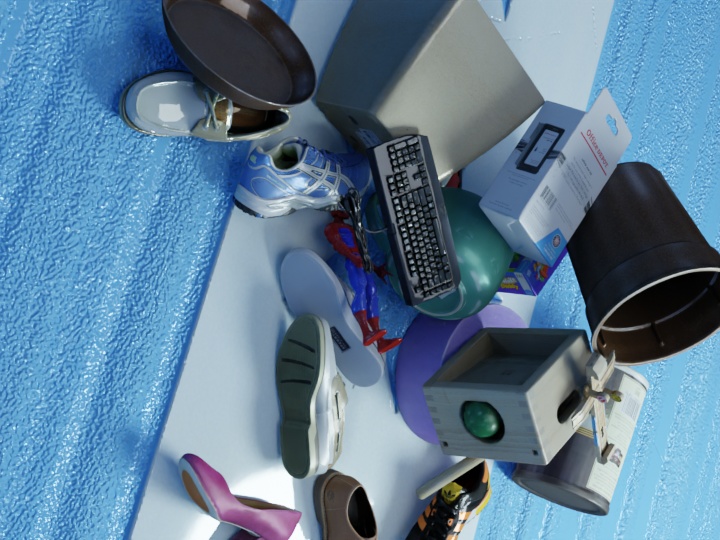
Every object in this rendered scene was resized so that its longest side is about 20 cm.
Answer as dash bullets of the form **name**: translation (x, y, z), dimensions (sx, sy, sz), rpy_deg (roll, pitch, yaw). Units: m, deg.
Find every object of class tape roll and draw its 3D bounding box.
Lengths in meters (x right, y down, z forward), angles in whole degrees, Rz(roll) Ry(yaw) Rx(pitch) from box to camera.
- **tape roll**: translation (0.146, 0.142, 1.677), dimensions (0.199, 0.085, 0.202), rpy_deg (-5, 97, -43)

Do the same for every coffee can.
- **coffee can**: translation (0.321, 0.235, 1.801), dimensions (0.146, 0.146, 0.201), rpy_deg (35, 70, -38)

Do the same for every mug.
- **mug**: translation (0.093, -0.015, 1.573), dimensions (0.115, 0.184, 0.153), rpy_deg (-60, 150, -41)

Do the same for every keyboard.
- **keyboard**: translation (0.044, -0.052, 1.450), dimensions (0.126, 0.021, 0.201), rpy_deg (-20, 109, -12)

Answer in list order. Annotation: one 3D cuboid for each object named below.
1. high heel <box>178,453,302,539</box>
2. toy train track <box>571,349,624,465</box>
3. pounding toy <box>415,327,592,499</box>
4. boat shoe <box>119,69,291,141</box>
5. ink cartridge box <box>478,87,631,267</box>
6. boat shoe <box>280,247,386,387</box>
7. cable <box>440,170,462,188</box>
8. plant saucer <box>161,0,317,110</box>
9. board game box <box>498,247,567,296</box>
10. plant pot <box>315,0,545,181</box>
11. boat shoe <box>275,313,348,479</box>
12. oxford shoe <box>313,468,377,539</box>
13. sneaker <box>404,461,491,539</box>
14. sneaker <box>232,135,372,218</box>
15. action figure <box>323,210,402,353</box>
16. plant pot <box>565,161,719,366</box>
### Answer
- **high heel**: translation (-0.136, 0.258, 1.433), dimensions (0.096, 0.067, 0.201), rpy_deg (-42, 125, -21)
- **toy train track**: translation (0.304, 0.177, 1.533), dimensions (0.115, 0.032, 0.201), rpy_deg (-52, 145, -30)
- **pounding toy**: translation (0.174, 0.180, 1.545), dimensions (0.200, 0.183, 0.143), rpy_deg (-38, 117, -43)
- **boat shoe**: translation (-0.166, -0.181, 1.365), dimensions (0.199, 0.068, 0.075), rpy_deg (-5, 103, -41)
- **ink cartridge box**: translation (0.242, -0.122, 1.516), dimensions (0.201, 0.068, 0.116), rpy_deg (-55, 139, -11)
- **boat shoe**: translation (-0.032, 0.051, 1.528), dimensions (0.201, 0.073, 0.065), rpy_deg (62, 25, -20)
- **cable**: translation (0.134, -0.165, 1.663), dimensions (0.097, 0.050, 0.201), rpy_deg (48, 64, -35)
- **plant saucer**: translation (-0.138, -0.246, 1.359), dimensions (0.199, 0.035, 0.201), rpy_deg (28, 36, -22)
- **board game box**: translation (0.233, -0.054, 1.706), dimensions (0.200, 0.134, 0.045), rpy_deg (-52, 124, -27)
- **plant pot**: translation (0.066, -0.220, 1.517), dimensions (0.177, 0.200, 0.200), rpy_deg (-51, 125, -12)
- **boat shoe**: translation (-0.056, 0.149, 1.507), dimensions (0.068, 0.074, 0.202), rpy_deg (-7, 105, -47)
- **oxford shoe**: translation (-0.006, 0.352, 1.565), dimensions (0.071, 0.071, 0.201), rpy_deg (-29, 113, -39)
- **sneaker**: translation (0.110, 0.324, 1.649), dimensions (0.200, 0.070, 0.090), rpy_deg (-49, 149, -35)
- **sneaker**: translation (-0.058, -0.116, 1.464), dimensions (0.199, 0.076, 0.078), rpy_deg (-17, 132, -42)
- **action figure**: translation (0.000, 0.000, 1.502), dimensions (0.065, 0.052, 0.201), rpy_deg (23, 38, -53)
- **plant pot**: translation (0.353, -0.017, 1.568), dimensions (0.199, 0.200, 0.199), rpy_deg (20, 41, -41)
